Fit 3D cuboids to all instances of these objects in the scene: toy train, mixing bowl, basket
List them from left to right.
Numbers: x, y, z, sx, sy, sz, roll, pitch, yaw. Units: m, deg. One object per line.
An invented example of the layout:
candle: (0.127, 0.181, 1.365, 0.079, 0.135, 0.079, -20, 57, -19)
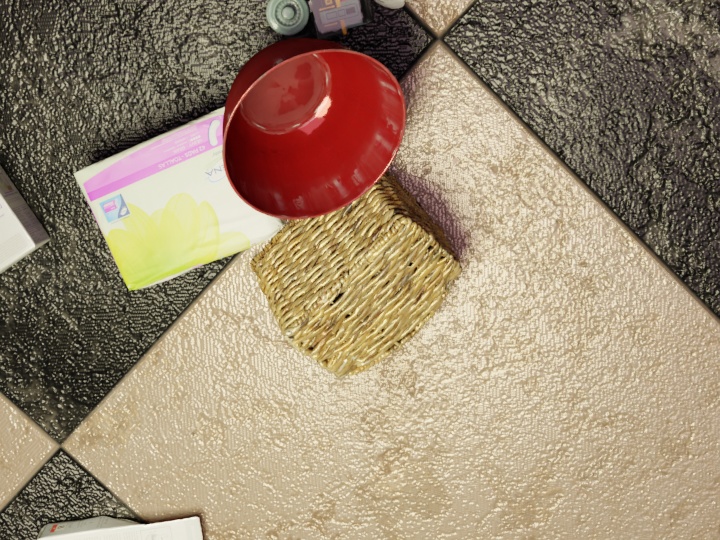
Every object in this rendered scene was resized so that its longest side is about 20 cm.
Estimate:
mixing bowl: (-0.064, -0.164, 1.101, 0.199, 0.109, 0.201, -15, 133, -17)
toy train: (-0.058, -0.333, 1.115, 0.113, 0.085, 0.201, -14, 104, -2)
basket: (0.000, 0.000, 1.191, 0.200, 0.149, 0.143, -44, 130, 10)

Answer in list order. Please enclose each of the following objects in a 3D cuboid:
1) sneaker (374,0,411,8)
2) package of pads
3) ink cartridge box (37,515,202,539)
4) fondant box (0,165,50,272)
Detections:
sneaker: (0.075, -0.367, 1.101, 0.075, 0.081, 0.201, 32, 100, -2)
package of pads: (-0.197, -0.079, 1.181, 0.199, 0.068, 0.155, -22, 100, 8)
ink cartridge box: (-0.286, 0.382, 1.302, 0.198, 0.050, 0.164, -8, 101, -4)
fondant box: (-0.474, -0.077, 1.201, 0.144, 0.058, 0.201, -31, 100, 9)
